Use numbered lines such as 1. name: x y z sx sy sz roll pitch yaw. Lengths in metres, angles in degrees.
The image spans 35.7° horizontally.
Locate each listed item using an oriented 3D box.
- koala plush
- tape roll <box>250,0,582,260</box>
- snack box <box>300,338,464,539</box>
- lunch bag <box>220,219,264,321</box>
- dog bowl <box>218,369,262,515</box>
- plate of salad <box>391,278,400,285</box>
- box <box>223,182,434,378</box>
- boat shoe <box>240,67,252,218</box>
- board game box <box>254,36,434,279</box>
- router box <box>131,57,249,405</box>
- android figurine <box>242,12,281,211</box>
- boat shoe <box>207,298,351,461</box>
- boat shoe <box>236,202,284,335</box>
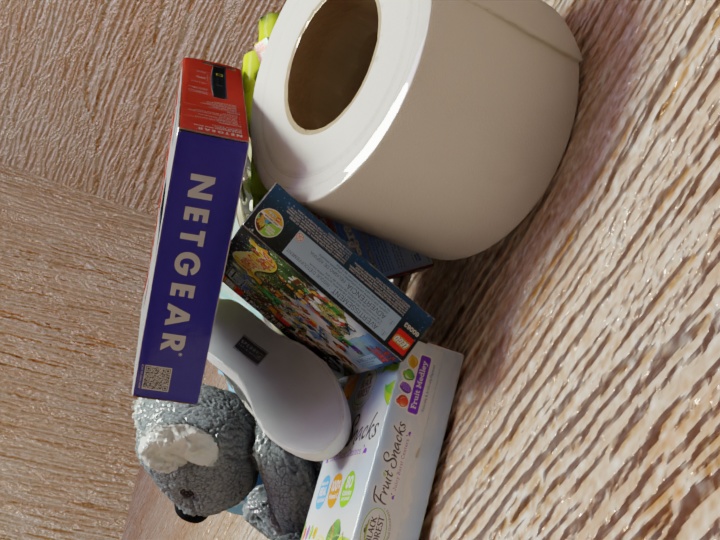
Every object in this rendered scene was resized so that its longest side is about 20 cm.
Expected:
1. koala plush: -0.103 0.157 0.965 0.177 0.198 0.186 -137 67 -77
2. tape roll: 0.032 -0.123 0.775 0.202 0.138 0.205 -28 53 45
3. snack box: 0.007 0.159 0.819 0.142 0.052 0.202 145 144 -68
4. lunch bag: -0.074 -0.022 1.273 0.199 0.121 0.172 24 95 48
5. dog bowl: -0.105 0.159 1.198 0.049 0.111 0.202 -27 43 52
6. plate of salad: 0.000 0.000 1.097 0.200 0.047 0.203 -162 90 -78
7. box: -0.036 0.016 0.805 0.038 0.136 0.200 -51 5 -15
8. boat shoe: -0.096 -0.090 1.069 0.065 0.071 0.203 -20 86 34
9. board game box: -0.011 -0.088 0.879 0.019 0.102 0.202 -23 84 40
10. router box: -0.125 -0.035 0.824 0.180 0.048 0.202 -107 29 -65
11. android figurine: -0.073 -0.106 0.941 0.182 0.040 0.203 88 -177 -73
12. boat shoe: -0.065 0.094 0.883 0.070 0.066 0.199 -47 45 -12
13. boat shoe: -0.073 -0.031 1.165 0.073 0.074 0.203 -16 88 34
